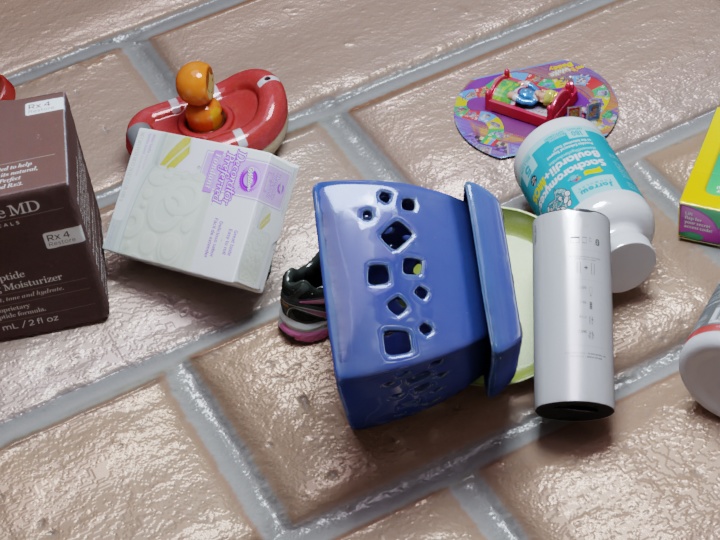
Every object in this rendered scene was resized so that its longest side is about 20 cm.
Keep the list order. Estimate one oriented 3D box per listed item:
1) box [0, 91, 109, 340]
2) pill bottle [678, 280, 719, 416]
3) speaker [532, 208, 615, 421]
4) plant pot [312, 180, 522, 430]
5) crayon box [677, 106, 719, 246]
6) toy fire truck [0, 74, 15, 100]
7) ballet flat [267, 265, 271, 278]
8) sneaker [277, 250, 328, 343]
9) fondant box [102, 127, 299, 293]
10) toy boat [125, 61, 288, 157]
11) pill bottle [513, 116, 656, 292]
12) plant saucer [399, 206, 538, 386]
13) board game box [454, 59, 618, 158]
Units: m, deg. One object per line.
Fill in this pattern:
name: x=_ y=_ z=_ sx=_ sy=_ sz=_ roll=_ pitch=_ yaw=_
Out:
box: x=-0.375 y=-0.056 z=1.715 sx=0.165 sy=0.201 sz=0.165 roll=-11 pitch=44 yaw=-2
pill bottle: x=0.402 y=0.046 z=1.563 sx=0.115 sy=0.116 sz=0.200 roll=19 pitch=49 yaw=25
speaker: x=0.210 y=0.046 z=1.561 sx=0.081 sy=0.081 sz=0.202 roll=-1 pitch=71 yaw=7
plant pot: x=0.057 y=0.028 z=1.525 sx=0.178 sy=0.200 sz=0.201 roll=-7 pitch=72 yaw=1
crayon box: x=0.467 y=-0.091 z=1.735 sx=0.199 sy=0.059 sz=0.173 roll=13 pitch=49 yaw=20
toy fire truck: x=-0.545 y=-0.225 z=1.993 sx=0.168 sy=0.112 sz=0.200 roll=-43 pitch=50 yaw=-1
ballet flat: x=-0.148 y=-0.054 z=1.782 sx=0.074 sy=0.075 sz=0.200 roll=-34 pitch=54 yaw=-25
sneaker: x=0.000 y=0.000 z=1.686 sx=0.199 sy=0.087 sz=0.080 roll=-32 pitch=51 yaw=-24
fondant box: x=-0.176 y=-0.068 z=1.725 sx=0.199 sy=0.058 sz=0.145 roll=13 pitch=84 yaw=35
toy boat: x=-0.185 y=-0.191 z=1.874 sx=0.199 sy=0.131 sz=0.131 roll=-21 pitch=46 yaw=-13
pill bottle: x=0.247 y=-0.068 z=1.703 sx=0.110 sy=0.111 sz=0.201 roll=-16 pitch=44 yaw=-8
plant saucer: x=0.135 y=0.030 z=1.639 sx=0.198 sy=0.031 sz=0.201 roll=-2 pitch=66 yaw=6
board game box: x=0.210 y=-0.211 z=1.904 sx=0.198 sy=0.039 sz=0.159 roll=-12 pitch=44 yaw=-5
